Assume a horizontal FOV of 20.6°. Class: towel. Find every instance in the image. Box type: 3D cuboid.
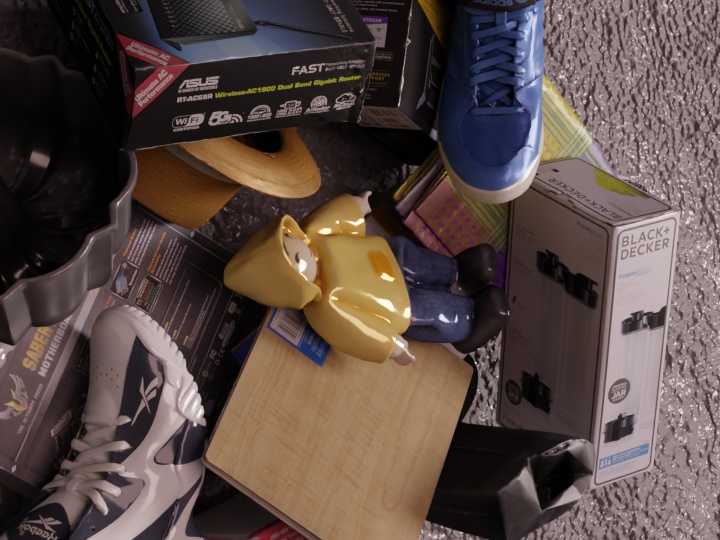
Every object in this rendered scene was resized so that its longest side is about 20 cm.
[{"bbox_3d":[0.118,-0.041,1.400,0.144,0.023,0.200,-50,130,-7],"label":"towel"}]

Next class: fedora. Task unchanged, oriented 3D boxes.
[{"bbox_3d":[-0.118,-0.086,1.250,0.200,0.201,0.082,29,109,-33],"label":"fedora"}]

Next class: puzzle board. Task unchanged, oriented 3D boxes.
[{"bbox_3d":[-0.011,0.092,1.259,0.151,0.017,0.200,36,43,-14],"label":"puzzle board"}]

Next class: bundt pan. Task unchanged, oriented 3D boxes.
[{"bbox_3d":[-0.225,-0.033,1.148,0.202,0.202,0.076,-44,152,-29],"label":"bundt pan"}]

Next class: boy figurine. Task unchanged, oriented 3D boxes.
[{"bbox_3d":[0.000,0.000,1.278,0.199,0.064,0.125,13,55,-37],"label":"boy figurine"}]

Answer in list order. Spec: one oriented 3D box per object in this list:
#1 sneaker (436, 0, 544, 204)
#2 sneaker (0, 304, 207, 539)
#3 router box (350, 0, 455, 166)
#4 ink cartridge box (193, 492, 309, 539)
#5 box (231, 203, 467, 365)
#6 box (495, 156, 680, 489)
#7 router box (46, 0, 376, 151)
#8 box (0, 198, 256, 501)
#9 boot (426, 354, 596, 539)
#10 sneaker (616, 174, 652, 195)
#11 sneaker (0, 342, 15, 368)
[{"bbox_3d":[0.086,-0.151,1.289,0.111,0.076,0.201,75,21,-61],"label":"sneaker"},{"bbox_3d":[-0.162,0.129,1.182,0.129,0.079,0.200,-17,110,-45],"label":"sneaker"},{"bbox_3d":[0.039,-0.166,1.358,0.200,0.052,0.158,29,67,-71],"label":"router box"},{"bbox_3d":[-0.042,0.246,1.304,0.145,0.083,0.201,-22,104,-54],"label":"ink cartridge box"},{"bbox_3d":[-0.002,0.051,1.337,0.119,0.041,0.200,48,44,-3],"label":"box"},{"bbox_3d":[0.155,0.035,1.372,0.060,0.117,0.201,-13,117,-30],"label":"box"},{"bbox_3d":[-0.099,-0.163,1.171,0.149,0.200,0.062,-10,138,-26],"label":"router box"},{"bbox_3d":[-0.164,0.055,1.264,0.158,0.048,0.201,32,70,-32],"label":"box"},{"bbox_3d":[0.081,0.113,1.354,0.165,0.200,0.066,-44,114,-29],"label":"boot"},{"bbox_3d":[0.142,-0.048,1.480,0.200,0.079,0.074,7,106,-37],"label":"sneaker"},{"bbox_3d":[-0.271,0.049,1.165,0.200,0.075,0.082,-51,119,-26],"label":"sneaker"}]
